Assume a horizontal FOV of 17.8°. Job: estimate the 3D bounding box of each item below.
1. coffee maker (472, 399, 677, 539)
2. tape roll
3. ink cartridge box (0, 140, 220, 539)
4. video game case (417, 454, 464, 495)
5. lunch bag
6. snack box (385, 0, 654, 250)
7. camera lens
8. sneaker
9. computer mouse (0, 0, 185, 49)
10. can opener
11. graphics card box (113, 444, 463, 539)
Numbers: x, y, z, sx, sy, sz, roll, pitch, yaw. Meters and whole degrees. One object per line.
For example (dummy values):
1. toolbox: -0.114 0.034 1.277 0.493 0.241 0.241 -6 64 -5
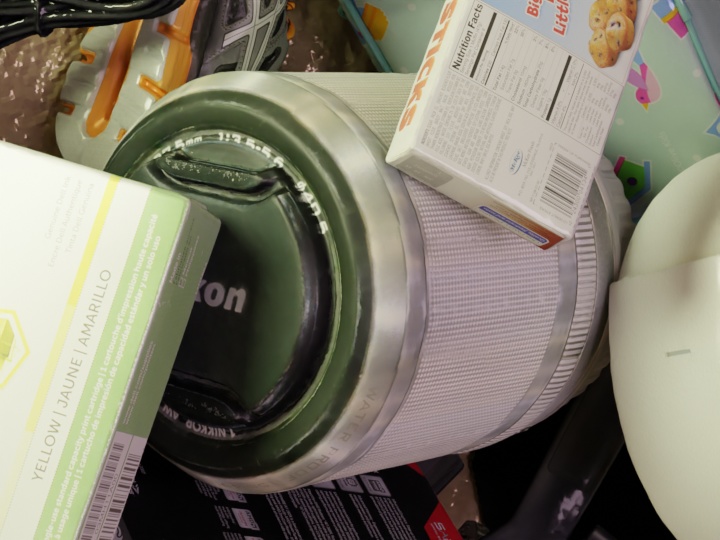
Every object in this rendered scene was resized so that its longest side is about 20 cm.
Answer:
1. coffee maker: 0.152 0.108 1.075 0.135 0.200 0.192 -52 123 -18
2. tape roll: 0.199 0.039 0.948 0.202 0.071 0.203 8 76 -34
3. ink cartridge box: -0.166 0.017 0.837 0.048 0.200 0.146 32 75 -74
4. video game case: -0.046 0.062 1.038 0.143 0.019 0.200 -43 119 -22
5. lunch bag: 0.081 -0.111 1.019 0.200 0.160 0.077 59 35 -26
6. snack box: 0.076 -0.111 0.862 0.072 0.024 0.200 28 67 -16
7. camera lens: 0.000 0.000 0.924 0.200 0.160 0.160 -6 102 -52
8. sneaker: -0.059 -0.122 0.968 0.077 0.078 0.200 25 89 -45
9. computer mouse: -0.129 -0.180 0.879 0.140 0.046 0.200 -6 104 0
10. can opener: 0.098 0.085 1.012 0.079 0.063 0.200 24 92 -3
11. graphics card box: -0.055 0.099 0.947 0.200 0.125 0.051 11 123 -38
